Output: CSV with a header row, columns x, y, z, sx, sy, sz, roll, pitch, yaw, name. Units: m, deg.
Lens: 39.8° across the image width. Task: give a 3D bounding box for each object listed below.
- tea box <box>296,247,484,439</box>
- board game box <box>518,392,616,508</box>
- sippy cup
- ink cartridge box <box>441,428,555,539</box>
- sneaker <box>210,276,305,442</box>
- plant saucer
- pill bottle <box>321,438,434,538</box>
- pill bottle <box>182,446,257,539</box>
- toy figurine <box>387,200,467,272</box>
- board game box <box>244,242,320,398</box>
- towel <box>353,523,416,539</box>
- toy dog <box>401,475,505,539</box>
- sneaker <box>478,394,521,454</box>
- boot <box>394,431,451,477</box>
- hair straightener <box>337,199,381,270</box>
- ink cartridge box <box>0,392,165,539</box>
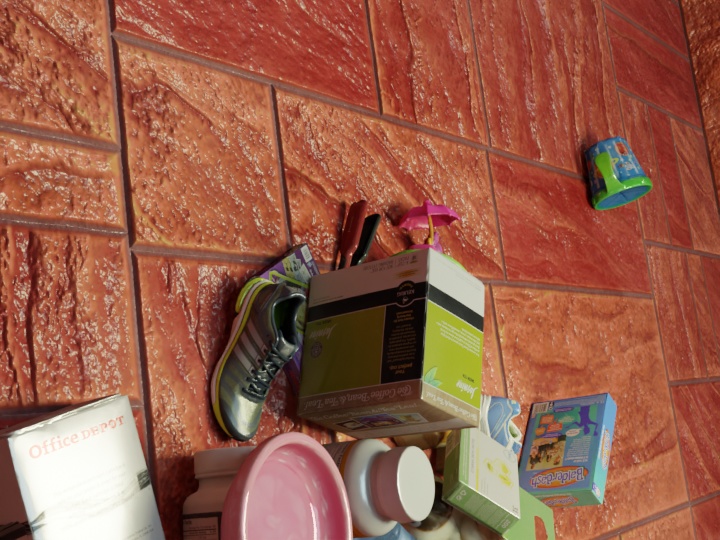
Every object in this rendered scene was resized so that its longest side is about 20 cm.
x,y,z,sx,sy,sz,roll,pitch,yaw,name
0.040,0.100,1.270,0.133,0.199,0.199,31,57,-44,tea box
0.353,0.311,1.712,0.045,0.151,0.201,51,43,-30,board game box
0.562,-0.220,2.207,0.138,0.178,0.132,-13,74,-11,sippy cup
0.205,0.311,1.377,0.199,0.048,0.146,33,25,-8,ink cartridge box
-0.120,0.104,1.185,0.074,0.080,0.202,24,71,-45,sneaker
-0.080,0.271,1.031,0.200,0.050,0.203,31,54,-53,plant saucer
-0.018,0.259,1.176,0.112,0.198,0.114,27,56,-51,pill bottle
-0.138,0.297,1.082,0.110,0.110,0.202,13,69,-51,pill bottle
0.109,-0.014,1.530,0.185,0.148,0.201,-77,160,-47,toy figurine
-0.071,0.078,1.318,0.120,0.032,0.202,-40,111,-55,board game box
0.025,0.382,1.295,0.112,0.048,0.200,-45,117,-11,towel
0.133,0.346,1.404,0.199,0.139,0.196,19,80,-38,toy dog
0.215,0.287,1.558,0.076,0.076,0.202,-75,161,-62,sneaker
0.107,0.208,1.493,0.201,0.070,0.145,50,38,-39,boot
0.000,0.000,1.430,0.077,0.041,0.202,39,49,-39,hair straightener
-0.273,0.234,0.942,0.144,0.084,0.202,-16,92,-55,ink cartridge box
